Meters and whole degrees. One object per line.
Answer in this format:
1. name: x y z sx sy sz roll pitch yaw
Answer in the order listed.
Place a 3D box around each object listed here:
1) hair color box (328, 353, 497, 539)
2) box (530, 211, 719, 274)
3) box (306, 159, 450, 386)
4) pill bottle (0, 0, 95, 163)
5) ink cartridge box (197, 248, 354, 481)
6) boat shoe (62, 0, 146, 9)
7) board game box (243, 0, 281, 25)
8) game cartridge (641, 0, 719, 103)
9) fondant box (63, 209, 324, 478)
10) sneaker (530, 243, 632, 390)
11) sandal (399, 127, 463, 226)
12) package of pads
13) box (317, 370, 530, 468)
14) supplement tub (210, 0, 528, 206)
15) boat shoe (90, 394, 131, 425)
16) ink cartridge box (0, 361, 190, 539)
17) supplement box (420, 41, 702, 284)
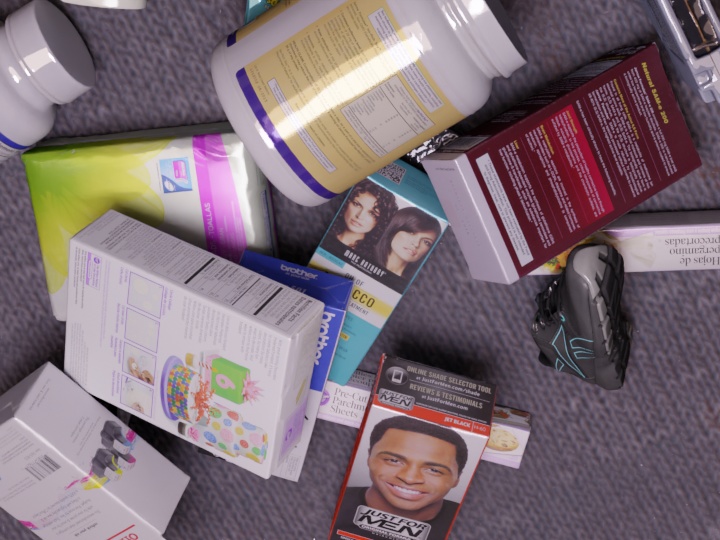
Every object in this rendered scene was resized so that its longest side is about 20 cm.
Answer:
1. hair color box: 0.041 0.166 1.212 0.101 0.061 0.200 15 135 1
2. box: 0.217 -0.023 1.172 0.199 0.041 0.039 -2 110 5
3. box: 0.000 0.000 1.174 0.082 0.049 0.200 30 126 -2
4. pill bottle: -0.319 -0.136 1.154 0.200 0.112 0.112 -29 104 14
5. ink cartridge box: -0.073 0.083 1.185 0.094 0.044 0.200 17 127 0
6. boat shoe: -0.266 -0.254 1.129 0.199 0.075 0.066 10 108 1
7. board game box: -0.009 -0.238 1.123 0.150 0.047 0.201 11 110 2
8. game cartridge: 0.220 -0.226 1.059 0.041 0.133 0.200 -26 106 14
9. fondant box: -0.136 0.057 1.123 0.200 0.058 0.145 24 127 18
10. sneaker: 0.173 0.041 1.149 0.079 0.076 0.200 9 152 18
11. sandal: 0.025 -0.099 1.177 0.200 0.043 0.076 25 102 4
12. package of pads: -0.171 -0.039 1.198 0.199 0.068 0.155 -4 107 7
13. box: 0.049 0.126 1.248 0.199 0.039 0.042 15 111 0
14. supplement tub: 0.007 -0.154 1.049 0.200 0.145 0.146 -30 104 14
15. boat shoe: -0.247 0.170 1.279 0.073 0.065 0.201 12 110 1
16. ink cartridge box: -0.228 0.180 1.192 0.200 0.068 0.115 43 132 -18
17. supplement box: 0.158 -0.084 1.103 0.200 0.061 0.109 -30 105 -19
